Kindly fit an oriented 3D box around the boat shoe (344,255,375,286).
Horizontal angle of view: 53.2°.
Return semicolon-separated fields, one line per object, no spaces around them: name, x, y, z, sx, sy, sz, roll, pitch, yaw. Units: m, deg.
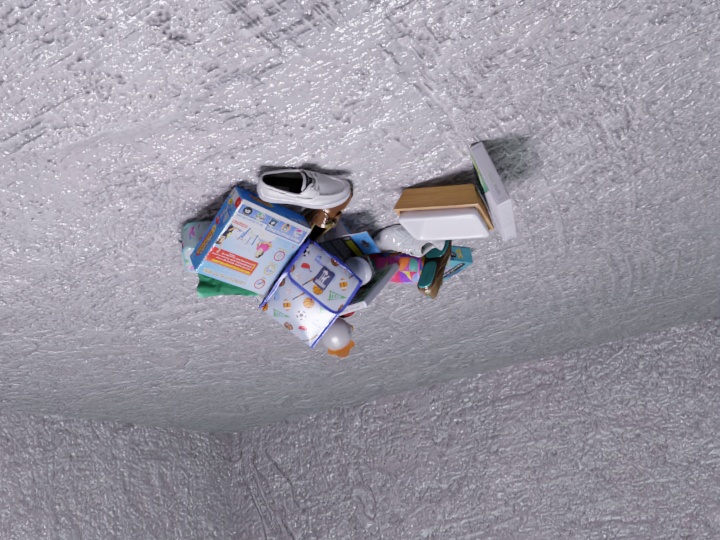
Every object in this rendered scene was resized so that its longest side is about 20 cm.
boat shoe;0.001;0.003;1.782;0.067;0.075;0.199;-15;175;-20

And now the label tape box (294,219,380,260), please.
label tape box;-0.064;-0.074;1.750;0.196;0.065;0.144;-14;159;11

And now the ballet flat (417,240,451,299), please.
ballet flat;0.195;-0.013;1.807;0.067;0.203;0.073;-4;141;31

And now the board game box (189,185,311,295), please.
board game box;-0.240;-0.061;1.577;0.198;0.056;0.197;22;113;-42

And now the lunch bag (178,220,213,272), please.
lunch bag;-0.326;-0.056;1.685;0.195;0.079;0.161;-4;160;-12

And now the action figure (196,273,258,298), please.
action figure;-0.308;0.020;1.781;0.195;0.121;0.055;7;-165;16

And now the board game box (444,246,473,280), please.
board game box;0.190;-0.021;2.001;0.196;0.048;0.151;5;156;-30

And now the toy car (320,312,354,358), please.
toy car;-0.064;0.156;2.114;0.173;0.204;0.185;-19;164;-10

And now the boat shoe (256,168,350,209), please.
boat shoe;-0.113;-0.175;1.472;0.195;0.074;0.066;5;162;-10

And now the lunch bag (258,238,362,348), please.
lunch bag;-0.113;0.048;1.664;0.169;0.124;0.201;38;110;-8

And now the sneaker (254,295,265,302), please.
sneaker;-0.241;0.044;1.832;0.072;0.200;0.073;-42;166;0

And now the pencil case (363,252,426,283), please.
pencil case;0.096;-0.005;1.889;0.197;0.091;0.088;-1;167;39

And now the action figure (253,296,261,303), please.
action figure;-0.197;0.031;1.976;0.196;0.135;0.151;-21;116;1

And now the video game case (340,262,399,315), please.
video game case;-0.013;0.056;1.808;0.180;0.022;0.200;-20;-163;36

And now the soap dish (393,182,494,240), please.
soap dish;0.191;-0.131;1.622;0.196;0.083;0.157;-1;163;24

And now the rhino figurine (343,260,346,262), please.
rhino figurine;-0.036;-0.010;1.930;0.087;0.061;0.198;-32;153;29

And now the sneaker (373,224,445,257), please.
sneaker;0.120;-0.073;1.797;0.196;0.082;0.070;-14;160;19

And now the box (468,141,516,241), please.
box;0.283;-0.163;1.527;0.036;0.147;0.200;-24;156;5

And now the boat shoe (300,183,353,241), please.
boat shoe;-0.071;-0.125;1.608;0.071;0.070;0.200;5;155;-29
